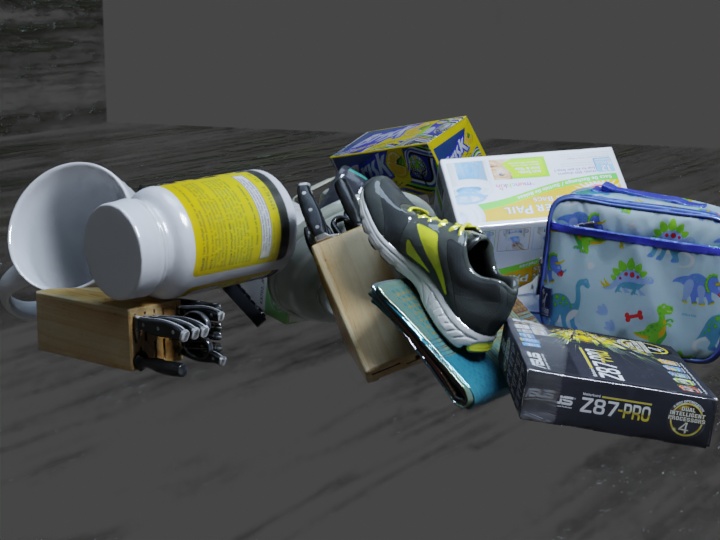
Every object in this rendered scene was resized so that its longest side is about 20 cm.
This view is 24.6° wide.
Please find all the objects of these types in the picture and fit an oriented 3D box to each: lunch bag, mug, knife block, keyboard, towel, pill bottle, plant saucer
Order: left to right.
[{"bbox_3d":[-0.308,-0.007,1.830,0.199,0.148,0.175,-29,-23,5],"label":"mug"},{"bbox_3d":[-0.232,0.062,1.645,0.198,0.065,0.176,-1,9,-3],"label":"knife block"},{"bbox_3d":[-0.170,-0.034,1.662,0.114,0.116,0.199,9,16,44],"label":"pill bottle"},{"bbox_3d":[-0.161,-0.020,1.797,0.040,0.200,0.104,-42,19,-2],"label":"keyboard"},{"bbox_3d":[-0.006,-0.001,1.605,0.063,0.177,0.200,-22,13,-4],"label":"knife block"},{"bbox_3d":[0.000,0.000,1.774,0.198,0.201,0.050,-6,49,-26],"label":"plant saucer"},{"bbox_3d":[0.107,0.057,1.555,0.147,0.022,0.199,50,31,18],"label":"towel"},{"bbox_3d":[0.279,0.000,1.651,0.198,0.162,0.082,11,13,20],"label":"lunch bag"}]

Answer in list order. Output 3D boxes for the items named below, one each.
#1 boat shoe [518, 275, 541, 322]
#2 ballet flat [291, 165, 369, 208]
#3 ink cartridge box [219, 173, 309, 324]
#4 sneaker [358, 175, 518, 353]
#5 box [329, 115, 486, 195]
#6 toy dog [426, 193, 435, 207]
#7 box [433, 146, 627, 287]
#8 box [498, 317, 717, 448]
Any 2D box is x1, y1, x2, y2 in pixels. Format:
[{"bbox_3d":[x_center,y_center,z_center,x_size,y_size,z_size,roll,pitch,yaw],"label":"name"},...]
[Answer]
[{"bbox_3d":[0.214,0.023,1.759,0.198,0.066,0.074,0,10,5],"label":"boat shoe"},{"bbox_3d":[-0.067,-0.051,1.945,0.200,0.073,0.073,-42,-5,20],"label":"ballet flat"},{"bbox_3d":[-0.121,-0.029,1.893,0.067,0.118,0.199,-12,27,-43],"label":"ink cartridge box"},{"bbox_3d":[0.078,-0.021,1.522,0.074,0.085,0.200,-6,53,-54],"label":"sneaker"},{"bbox_3d":[0.053,-0.127,1.915,0.070,0.065,0.199,-36,18,-30],"label":"box"},{"bbox_3d":[0.116,-0.013,1.901,0.131,0.097,0.200,-32,50,-27],"label":"toy dog"},{"bbox_3d":[0.188,-0.055,1.798,0.198,0.102,0.113,-5,46,-8],"label":"box"},{"bbox_3d":[0.207,0.094,1.424,0.160,0.050,0.200,8,11,-1],"label":"box"}]
